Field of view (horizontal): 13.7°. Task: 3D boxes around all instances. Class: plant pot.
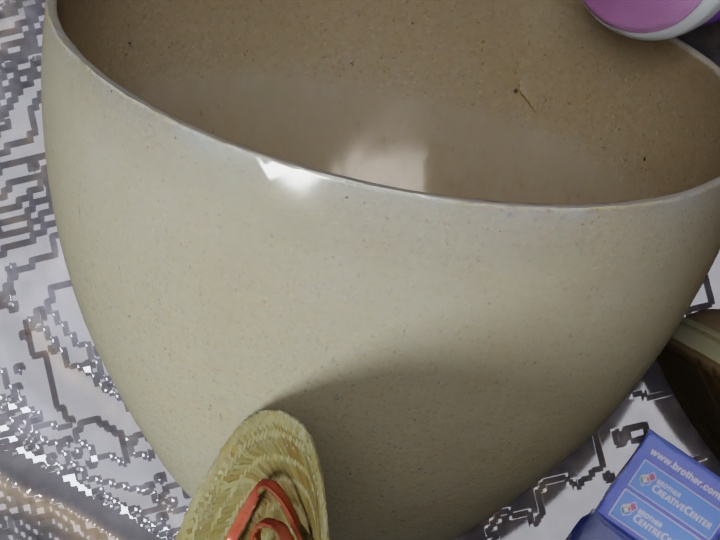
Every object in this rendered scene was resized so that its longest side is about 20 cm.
[{"bbox_3d":[0.000,0.000,0.846,0.199,0.200,0.135,14,114,3],"label":"plant pot"}]

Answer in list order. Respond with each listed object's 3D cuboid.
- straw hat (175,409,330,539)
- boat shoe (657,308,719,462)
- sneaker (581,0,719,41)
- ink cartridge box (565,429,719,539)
[{"bbox_3d":[-0.004,0.142,0.753,0.085,0.201,0.202,14,81,-18],"label":"straw hat"},{"bbox_3d":[0.159,0.045,0.835,0.064,0.200,0.071,-40,122,-16],"label":"boat shoe"},{"bbox_3d":[0.094,-0.152,0.914,0.088,0.080,0.201,9,54,-40],"label":"sneaker"},{"bbox_3d":[0.078,0.159,0.879,0.119,0.042,0.200,34,81,6],"label":"ink cartridge box"}]
